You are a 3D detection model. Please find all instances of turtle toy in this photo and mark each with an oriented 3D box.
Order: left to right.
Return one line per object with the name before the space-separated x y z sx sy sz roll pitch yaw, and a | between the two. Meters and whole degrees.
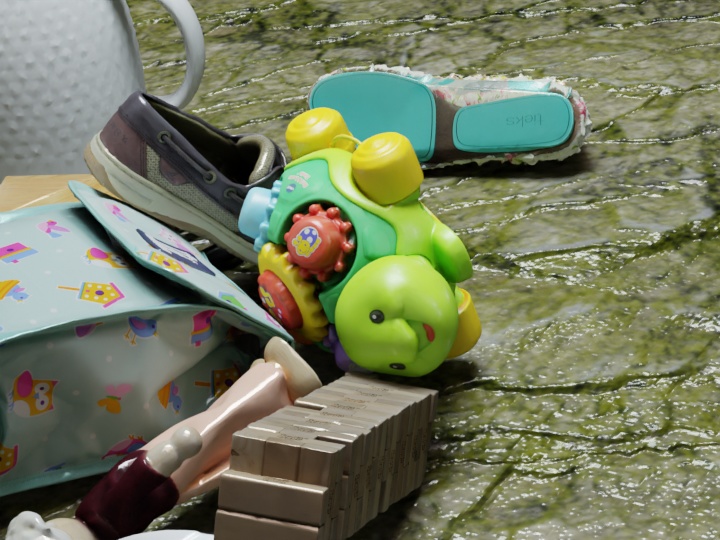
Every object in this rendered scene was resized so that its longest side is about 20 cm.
turtle toy | 0.000 0.000 1.342 0.101 0.146 0.200 -33 28 -19

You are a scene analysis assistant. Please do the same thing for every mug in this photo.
mug | -0.204 -0.156 1.634 0.198 0.177 0.148 2 30 15

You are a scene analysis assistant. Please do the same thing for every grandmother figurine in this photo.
grandmother figurine | -0.107 0.112 1.231 0.200 0.121 0.061 -37 75 -26

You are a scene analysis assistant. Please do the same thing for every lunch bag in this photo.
lunch bag | -0.155 0.031 1.346 0.199 0.123 0.170 -14 29 -26

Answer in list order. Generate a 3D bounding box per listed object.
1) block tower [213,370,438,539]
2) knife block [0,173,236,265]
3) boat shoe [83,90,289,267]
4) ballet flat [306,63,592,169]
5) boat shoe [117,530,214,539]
block tower | -0.012 0.096 1.196 0.057 0.054 0.200 10 10 15
knife block | -0.151 -0.012 1.479 0.174 0.064 0.200 -1 29 11
boat shoe | -0.072 -0.052 1.443 0.199 0.065 0.072 23 29 -28
ballet flat | 0.063 -0.101 1.613 0.198 0.076 0.064 7 0 15
boat shoe | -0.053 0.178 1.116 0.198 0.072 0.068 10 30 14
